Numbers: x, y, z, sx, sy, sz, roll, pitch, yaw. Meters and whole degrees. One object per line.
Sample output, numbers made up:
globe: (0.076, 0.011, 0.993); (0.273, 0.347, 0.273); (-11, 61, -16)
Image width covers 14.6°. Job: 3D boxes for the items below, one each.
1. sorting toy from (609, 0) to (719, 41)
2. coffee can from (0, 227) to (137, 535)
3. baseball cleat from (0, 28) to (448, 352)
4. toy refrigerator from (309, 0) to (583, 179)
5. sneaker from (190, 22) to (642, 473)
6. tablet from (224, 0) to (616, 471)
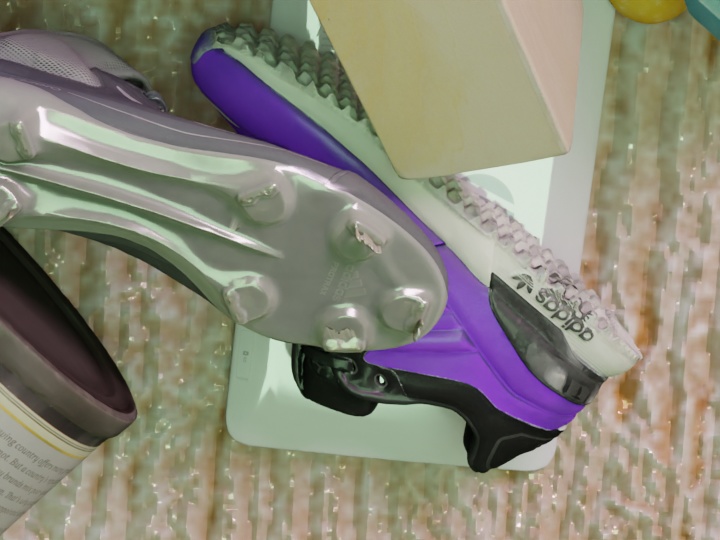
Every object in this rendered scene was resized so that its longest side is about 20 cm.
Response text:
sorting toy: (0.144, -0.153, 0.962); (0.106, 0.180, 0.201); (-13, 102, -6)
coffee can: (-0.200, 0.065, 0.988); (0.200, 0.146, 0.146); (-42, 102, 3)
baseball cleat: (-0.062, -0.038, 0.967); (0.199, 0.107, 0.070); (21, 118, -11)
toy refrigerator: (0.009, -0.125, 0.912); (0.070, 0.076, 0.200); (-8, 138, 19)
sneaker: (0.000, 0.000, 1.023); (0.200, 0.070, 0.100); (41, 101, -9)
tablet: (0.023, -0.026, 1.062); (0.130, 0.014, 0.201); (6, 101, -7)
